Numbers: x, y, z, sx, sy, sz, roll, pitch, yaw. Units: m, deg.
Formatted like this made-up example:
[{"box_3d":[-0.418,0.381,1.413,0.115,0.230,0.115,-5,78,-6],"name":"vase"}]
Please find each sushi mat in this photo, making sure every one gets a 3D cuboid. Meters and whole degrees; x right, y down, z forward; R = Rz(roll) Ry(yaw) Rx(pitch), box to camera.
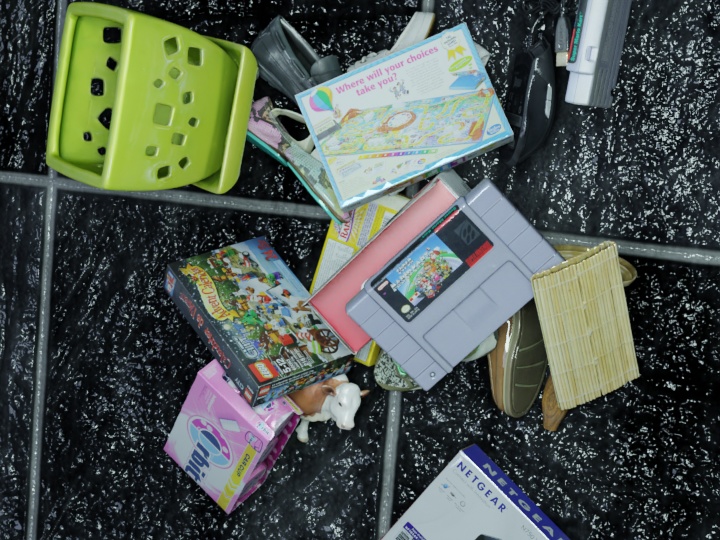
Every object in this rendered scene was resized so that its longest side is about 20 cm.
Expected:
[{"box_3d":[0.235,0.061,1.585,0.095,0.201,0.012,-23,41,-6],"name":"sushi mat"}]

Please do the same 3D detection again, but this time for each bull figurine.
[{"box_3d":[-0.081,0.131,1.786,0.200,0.065,0.122,43,118,21],"name":"bull figurine"}]

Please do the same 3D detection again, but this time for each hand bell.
[{"box_3d":[0.225,0.083,1.648,0.104,0.104,0.201,20,113,22],"name":"hand bell"}]

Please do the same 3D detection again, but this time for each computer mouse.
[{"box_3d":[0.200,-0.205,1.615,0.046,0.140,0.201,8,94,-15],"name":"computer mouse"}]

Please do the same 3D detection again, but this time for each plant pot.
[{"box_3d":[-0.235,-0.192,1.750,0.200,0.181,0.200,23,104,57],"name":"plant pot"}]

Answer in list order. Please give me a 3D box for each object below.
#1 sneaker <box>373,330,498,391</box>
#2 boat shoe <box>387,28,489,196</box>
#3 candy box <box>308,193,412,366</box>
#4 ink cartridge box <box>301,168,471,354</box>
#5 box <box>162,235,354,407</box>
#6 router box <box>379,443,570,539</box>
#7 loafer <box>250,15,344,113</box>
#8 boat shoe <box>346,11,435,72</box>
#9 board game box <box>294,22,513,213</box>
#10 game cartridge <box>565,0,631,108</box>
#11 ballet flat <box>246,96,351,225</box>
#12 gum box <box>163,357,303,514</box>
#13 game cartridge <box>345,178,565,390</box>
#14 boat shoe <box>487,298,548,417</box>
[{"box_3d":[0.060,0.086,1.686,0.200,0.088,0.077,-35,69,49],"name":"sneaker"},{"box_3d":[0.078,-0.167,1.691,0.065,0.073,0.201,30,105,22],"name":"boat shoe"},{"box_3d":[0.000,0.000,1.765,0.102,0.026,0.201,23,102,24],"name":"candy box"},{"box_3d":[0.043,-0.009,1.641,0.200,0.176,0.084,-43,90,12],"name":"ink cartridge box"},{"box_3d":[-0.117,0.055,1.736,0.200,0.136,0.038,50,139,29],"name":"box"},{"box_3d":[0.134,0.329,1.715,0.200,0.049,0.180,44,109,16],"name":"router box"},{"box_3d":[-0.046,-0.214,1.747,0.200,0.068,0.071,43,117,18],"name":"loafer"},{"box_3d":[0.017,-0.211,1.684,0.069,0.071,0.201,27,77,8],"name":"boat shoe"},{"box_3d":[0.047,-0.163,1.626,0.199,0.034,0.135,-22,81,3],"name":"board game box"},{"box_3d":[0.253,-0.270,1.575,0.038,0.130,0.201,13,99,23],"name":"game cartridge"},{"box_3d":[-0.066,-0.137,1.756,0.071,0.069,0.200,-46,63,-1],"name":"ballet flat"},{"box_3d":[-0.148,0.183,1.766,0.113,0.066,0.200,43,142,11],"name":"gum box"},{"box_3d":[0.096,0.015,1.558,0.200,0.038,0.130,-42,111,11],"name":"game cartridge"},{"box_3d":[0.164,0.059,1.678,0.068,0.072,0.201,10,98,39],"name":"boat shoe"}]
